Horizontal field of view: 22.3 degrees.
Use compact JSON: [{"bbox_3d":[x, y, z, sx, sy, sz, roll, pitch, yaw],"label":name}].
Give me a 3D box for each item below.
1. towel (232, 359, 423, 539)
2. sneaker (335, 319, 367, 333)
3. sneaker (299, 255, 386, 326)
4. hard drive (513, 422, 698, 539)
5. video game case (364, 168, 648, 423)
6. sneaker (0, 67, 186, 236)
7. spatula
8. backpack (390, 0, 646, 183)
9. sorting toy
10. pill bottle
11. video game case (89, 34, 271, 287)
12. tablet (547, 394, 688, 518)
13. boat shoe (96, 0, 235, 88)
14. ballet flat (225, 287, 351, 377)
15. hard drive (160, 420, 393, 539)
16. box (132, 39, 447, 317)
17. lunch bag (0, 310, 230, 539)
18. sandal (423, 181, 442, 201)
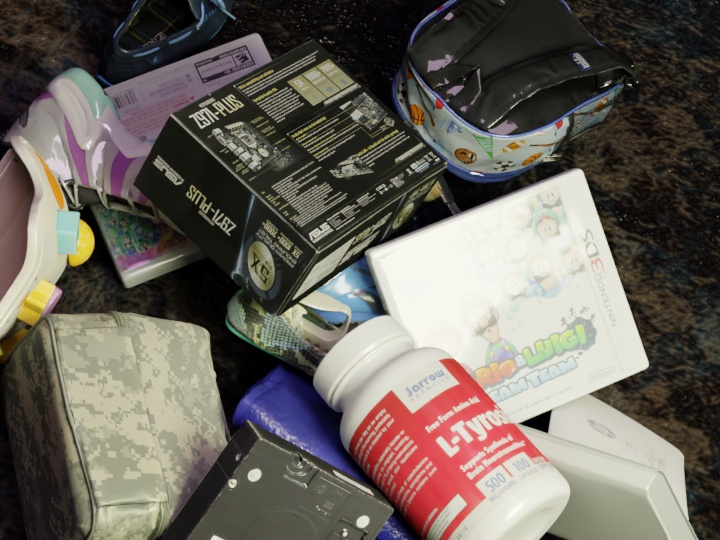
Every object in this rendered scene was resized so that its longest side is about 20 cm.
[{"bbox_3d":[-0.011,0.157,1.479,0.200,0.050,0.148,40,20,4],"label":"towel"},{"bbox_3d":[0.073,0.057,1.604,0.200,0.075,0.116,16,43,-8],"label":"sneaker"},{"bbox_3d":[0.000,0.000,1.550,0.200,0.079,0.066,-4,19,-7],"label":"sneaker"},{"bbox_3d":[0.171,0.178,1.456,0.200,0.132,0.026,15,57,42],"label":"hard drive"},{"bbox_3d":[0.124,0.033,1.529,0.200,0.024,0.182,-22,98,-12],"label":"video game case"},{"bbox_3d":[-0.228,-0.063,1.535,0.140,0.078,0.200,-42,66,-13],"label":"sneaker"},{"bbox_3d":[0.093,-0.051,1.650,0.200,0.021,0.057,54,33,-3],"label":"spatula"},{"bbox_3d":[0.125,-0.174,1.702,0.190,0.154,0.200,-28,64,-36],"label":"backpack"},{"bbox_3d":[-0.280,0.008,1.411,0.107,0.180,0.200,34,90,-11],"label":"sorting toy"},{"bbox_3d":[0.057,0.133,1.409,0.112,0.112,0.200,-30,65,-30],"label":"pill bottle"},{"bbox_3d":[-0.147,-0.099,1.607,0.200,0.024,0.182,-22,68,-10],"label":"video game case"},{"bbox_3d":[0.218,0.149,1.541,0.130,0.014,0.200,31,13,2],"label":"tablet"},{"bbox_3d":[-0.166,-0.238,1.695,0.084,0.069,0.200,29,56,1],"label":"boat shoe"},{"bbox_3d":[-0.015,0.065,1.502,0.200,0.074,0.074,30,54,-22],"label":"ballet flat"},{"bbox_3d":[-0.086,0.223,1.363,0.140,0.200,0.038,31,7,-31],"label":"hard drive"},{"bbox_3d":[-0.054,-0.079,1.489,0.164,0.086,0.200,43,41,9],"label":"box"},{"bbox_3d":[-0.174,0.137,1.427,0.168,0.139,0.200,-2,63,-31],"label":"lunch bag"},{"bbox_3d":[-0.004,-0.117,1.619,0.054,0.080,0.200,-44,56,1],"label":"sandal"}]
